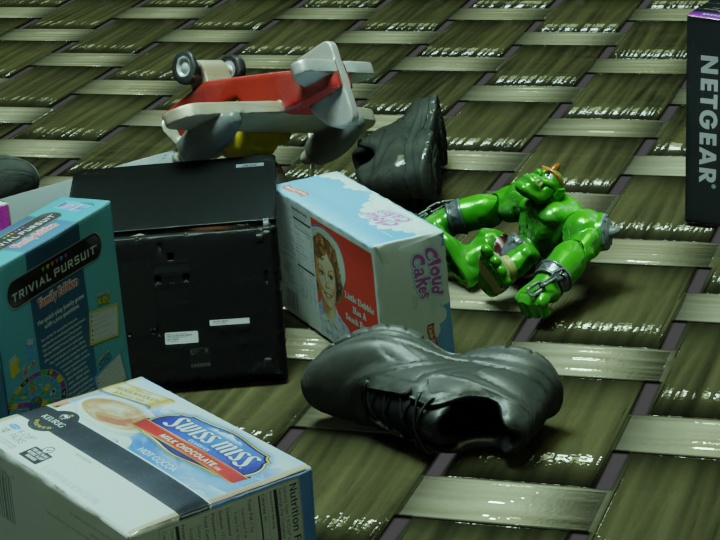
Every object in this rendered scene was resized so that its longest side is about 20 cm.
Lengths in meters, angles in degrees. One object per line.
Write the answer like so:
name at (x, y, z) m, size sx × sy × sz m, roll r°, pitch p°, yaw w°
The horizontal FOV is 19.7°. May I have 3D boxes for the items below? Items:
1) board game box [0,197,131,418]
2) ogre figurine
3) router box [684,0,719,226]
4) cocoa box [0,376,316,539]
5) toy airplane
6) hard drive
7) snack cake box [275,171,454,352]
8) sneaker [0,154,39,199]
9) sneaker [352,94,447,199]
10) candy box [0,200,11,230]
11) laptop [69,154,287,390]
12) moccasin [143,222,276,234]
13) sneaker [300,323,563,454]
board game box at (-0.223, 0.068, 1.461) m, size 0.047 × 0.201 × 0.151 m, roll 5°, pitch 22°, yaw 26°
ogre figurine at (0.140, -0.029, 1.805) m, size 0.119 × 0.099 × 0.200 m, roll -32°, pitch 13°, yaw -17°
router box at (0.353, -0.159, 1.938) m, size 0.051 × 0.201 × 0.149 m, roll 10°, pitch 25°, yaw 30°
cocoa box at (-0.131, 0.166, 1.269) m, size 0.131 × 0.134 × 0.199 m, roll -18°, pitch 24°, yaw -33°
toy airplane at (-0.077, -0.128, 1.840) m, size 0.198 × 0.142 × 0.199 m, roll -1°, pitch 1°, yaw -6°
hard drive at (-0.253, -0.053, 1.879) m, size 0.199 × 0.033 × 0.140 m, roll -15°, pitch 20°, yaw 13°
snack cake box at (0.000, 0.000, 1.715) m, size 0.067 × 0.116 × 0.200 m, roll -13°, pitch 22°, yaw -23°
sneaker at (-0.395, -0.050, 2.031) m, size 0.199 × 0.076 × 0.079 m, roll -25°, pitch 42°, yaw -30°
sneaker at (0.040, -0.125, 2.090) m, size 0.090 × 0.076 × 0.200 m, roll -7°, pitch 18°, yaw 10°
candy box at (-0.368, -0.008, 1.791) m, size 0.061 × 0.137 × 0.199 m, roll -20°, pitch 26°, yaw -34°
laptop at (-0.151, 0.001, 1.712) m, size 0.176 × 0.202 × 0.103 m, roll -5°, pitch -7°, yaw 1°
moccasin at (-0.122, -0.035, 1.912) m, size 0.200 × 0.078 × 0.074 m, roll 6°, pitch 38°, yaw 17°
sneaker at (0.044, 0.093, 1.524) m, size 0.199 × 0.076 × 0.091 m, roll 1°, pitch 27°, yaw 22°
